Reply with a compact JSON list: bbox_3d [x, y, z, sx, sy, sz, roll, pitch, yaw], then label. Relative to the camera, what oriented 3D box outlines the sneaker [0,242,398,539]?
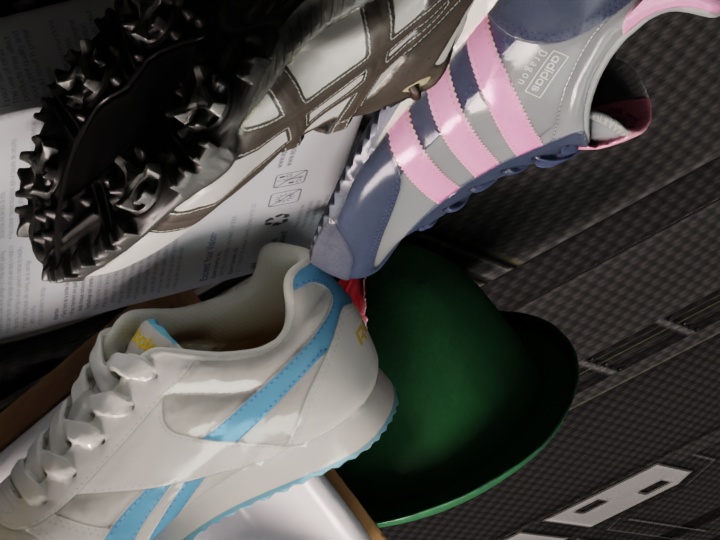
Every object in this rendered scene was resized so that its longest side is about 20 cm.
[{"bbox_3d":[-0.087,0.064,0.850,0.199,0.081,0.076,-32,-153,-12],"label":"sneaker"}]

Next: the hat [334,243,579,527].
[{"bbox_3d":[0.000,0.000,1.004,0.199,0.177,0.166,7,-141,44],"label":"hat"}]

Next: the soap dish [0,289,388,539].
[{"bbox_3d":[-0.108,0.123,0.938,0.200,0.158,0.081,-40,-170,-13],"label":"soap dish"}]

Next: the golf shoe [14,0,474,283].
[{"bbox_3d":[-0.018,-0.062,0.669,0.200,0.078,0.094,-44,141,19],"label":"golf shoe"}]

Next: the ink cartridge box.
[{"bbox_3d":[-0.098,-0.034,0.788,0.199,0.044,0.197,-14,161,-15],"label":"ink cartridge box"}]

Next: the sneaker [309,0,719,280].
[{"bbox_3d":[0.050,-0.052,0.774,0.200,0.082,0.070,-55,-176,43],"label":"sneaker"}]
